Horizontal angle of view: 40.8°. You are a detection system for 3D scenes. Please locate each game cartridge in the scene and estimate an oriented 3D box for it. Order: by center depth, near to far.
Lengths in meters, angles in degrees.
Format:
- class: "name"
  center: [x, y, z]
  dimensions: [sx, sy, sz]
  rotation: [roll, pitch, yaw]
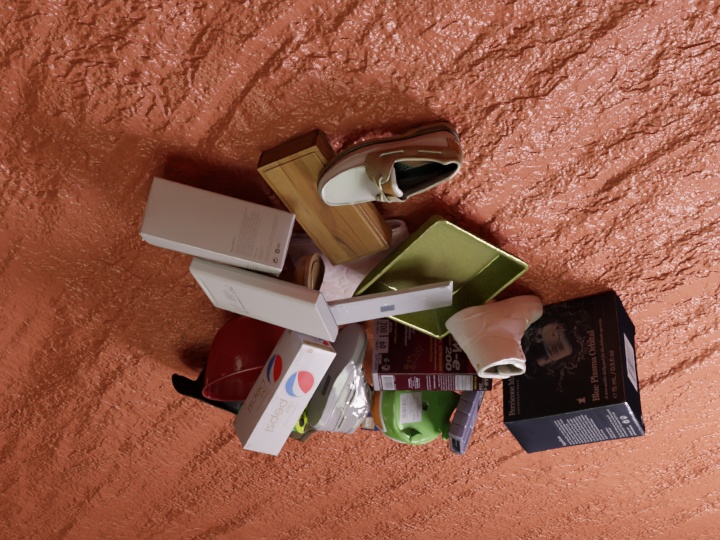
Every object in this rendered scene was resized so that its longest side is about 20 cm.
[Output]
- class: "game cartridge"
  center: [0.189, 0.246, 1.692]
  dimensions: [0.038, 0.131, 0.200]
  rotation: [22, 166, 13]

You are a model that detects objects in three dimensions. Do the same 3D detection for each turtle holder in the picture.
- class: "turtle holder"
  center: [0.097, 0.225, 1.724]
  dimensions: [0.131, 0.185, 0.143]
  rotation: [0, 119, 52]

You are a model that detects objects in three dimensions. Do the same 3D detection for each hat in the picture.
- class: "hat"
  center: [-0.236, 0.201, 1.735]
  dimensions: [0.197, 0.082, 0.201]
  rotation: [24, -178, -1]

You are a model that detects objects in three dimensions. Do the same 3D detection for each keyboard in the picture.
- class: "keyboard"
  center: [0.039, 0.050, 1.417]
  dimensions: [0.196, 0.011, 0.057]
  rotation: [-9, 146, -4]

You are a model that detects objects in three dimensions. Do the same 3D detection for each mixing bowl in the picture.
- class: "mixing bowl"
  center: [-0.172, 0.137, 1.606]
  dimensions: [0.196, 0.110, 0.201]
  rotation: [-10, 160, -4]

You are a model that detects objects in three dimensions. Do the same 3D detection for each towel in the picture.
- class: "towel"
  center: [0.000, 0.000, 1.486]
  dimensions: [0.187, 0.033, 0.201]
  rotation: [-5, 143, 14]

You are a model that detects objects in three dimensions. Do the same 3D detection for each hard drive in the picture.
- class: "hard drive"
  center: [-0.136, 0.042, 1.384]
  dimensions: [0.196, 0.027, 0.132]
  rotation: [15, 157, 18]

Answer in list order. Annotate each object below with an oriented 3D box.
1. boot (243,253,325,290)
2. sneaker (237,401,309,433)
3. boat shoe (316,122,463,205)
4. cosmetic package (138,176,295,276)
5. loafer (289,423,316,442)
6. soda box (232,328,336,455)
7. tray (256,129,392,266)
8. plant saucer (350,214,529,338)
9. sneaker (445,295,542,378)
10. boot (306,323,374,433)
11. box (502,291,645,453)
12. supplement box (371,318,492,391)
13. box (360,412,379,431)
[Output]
- class: "boot"
  center: [-0.136, 0.021, 1.455]
  dimensions: [0.152, 0.075, 0.201]
  rotation: [19, 149, 4]
- class: "sneaker"
  center: [-0.144, 0.236, 1.654]
  dimensions: [0.082, 0.076, 0.200]
  rotation: [8, 173, 22]
- class: "boat shoe"
  center: [0.036, -0.126, 1.234]
  dimensions: [0.197, 0.069, 0.075]
  rotation: [-22, 131, 11]
- class: "cosmetic package"
  center: [-0.195, -0.057, 1.333]
  dimensions: [0.196, 0.087, 0.108]
  rotation: [16, 174, -7]
- class: "loafer"
  center: [-0.111, 0.275, 1.847]
  dimensions: [0.066, 0.077, 0.201]
  rotation: [8, 145, -17]
- class: "soda box"
  center: [-0.119, 0.183, 1.489]
  dimensions: [0.067, 0.064, 0.202]
  rotation: [18, 110, -35]
- class: "tray"
  center: [-0.046, -0.094, 1.327]
  dimensions: [0.097, 0.037, 0.201]
  rotation: [-17, 132, 27]
- class: "plant saucer"
  center: [0.113, 0.002, 1.425]
  dimensions: [0.198, 0.048, 0.199]
  rotation: [23, 128, -36]
- class: "sneaker"
  center: [0.227, 0.108, 1.481]
  dimensions: [0.197, 0.117, 0.074]
  rotation: [-11, 151, -39]
- class: "boot"
  center: [-0.015, 0.188, 1.668]
  dimensions: [0.094, 0.074, 0.203]
  rotation: [15, 108, -33]
- class: "box"
  center: [0.334, 0.164, 1.537]
  dimensions: [0.197, 0.200, 0.118]
  rotation: [-15, 141, 25]
- class: "supplement box"
  center: [0.119, 0.138, 1.601]
  dimensions: [0.196, 0.111, 0.061]
  rotation: [-1, 145, 6]
- class: "box"
  center: [0.068, 0.274, 1.867]
  dimensions: [0.196, 0.033, 0.122]
  rotation: [5, 145, 1]
